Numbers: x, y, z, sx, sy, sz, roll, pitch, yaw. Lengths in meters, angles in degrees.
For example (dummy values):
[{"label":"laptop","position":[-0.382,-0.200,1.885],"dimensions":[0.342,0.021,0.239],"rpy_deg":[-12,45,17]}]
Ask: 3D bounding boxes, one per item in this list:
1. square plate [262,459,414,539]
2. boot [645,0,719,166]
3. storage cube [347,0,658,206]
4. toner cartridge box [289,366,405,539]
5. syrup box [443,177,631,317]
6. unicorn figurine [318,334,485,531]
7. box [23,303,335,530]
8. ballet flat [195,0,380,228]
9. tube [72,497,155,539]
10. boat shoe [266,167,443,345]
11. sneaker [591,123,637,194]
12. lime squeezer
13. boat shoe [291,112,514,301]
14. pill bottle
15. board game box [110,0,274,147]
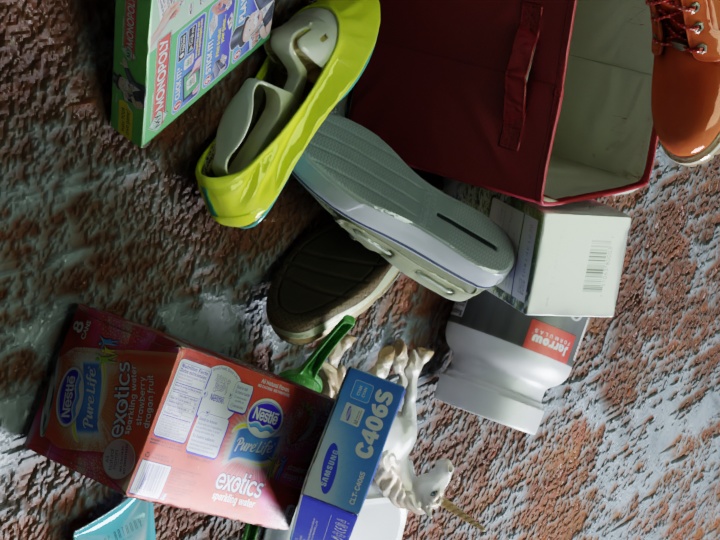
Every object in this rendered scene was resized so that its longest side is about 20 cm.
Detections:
[{"label":"square plate","position":[-0.025,0.258,1.414],"dimensions":[0.197,0.028,0.202],"rpy_deg":[6,100,-58]},{"label":"boot","position":[0.229,-0.177,1.218],"dimensions":[0.107,0.074,0.203],"rpy_deg":[2,95,-53]},{"label":"storage cube","position":[0.117,-0.158,1.282],"dimensions":[0.199,0.178,0.173],"rpy_deg":[-14,117,-54]},{"label":"toner cartridge box","position":[-0.014,0.146,1.207],"dimensions":[0.200,0.043,0.096],"rpy_deg":[105,5,-67]},{"label":"syrup box","position":[0.117,-0.032,1.319],"dimensions":[0.080,0.200,0.080],"rpy_deg":[2,106,-25]},{"label":"unicorn figurine","position":[0.020,0.126,1.383],"dimensions":[0.198,0.074,0.139],"rpy_deg":[11,94,-36]},{"label":"box","position":[-0.114,0.100,1.137],"dimensions":[0.200,0.095,0.101],"rpy_deg":[26,85,-58]},{"label":"ballet flat","position":[-0.050,-0.122,1.155],"dimensions":[0.201,0.066,0.067],"rpy_deg":[-60,142,-15]},{"label":"tube","position":[-0.164,0.252,1.191],"dimensions":[0.077,0.050,0.202],"rpy_deg":[-34,127,-54]},{"label":"boat shoe","position":[0.000,0.000,1.294],"dimensions":[0.200,0.071,0.077],"rpy_deg":[-43,154,-35]},{"label":"sneaker","position":[0.209,-0.106,1.438],"dimensions":[0.200,0.087,0.082],"rpy_deg":[-145,-111,-79]},{"label":"lime squeezer","position":[-0.054,0.106,1.255],"dimensions":[0.071,0.037,0.202],"rpy_deg":[-71,-174,-72]},{"label":"boat shoe","position":[0.016,-0.039,1.226],"dimensions":[0.062,0.199,0.072],"rpy_deg":[-46,-166,43]},{"label":"pill bottle","position":[0.140,0.030,1.468],"dimensions":[0.116,0.115,0.202],"rpy_deg":[23,86,-58]},{"label":"board game box","position":[-0.094,-0.183,1.025],"dimensions":[0.135,0.029,0.201],"rpy_deg":[-45,160,-35]}]
